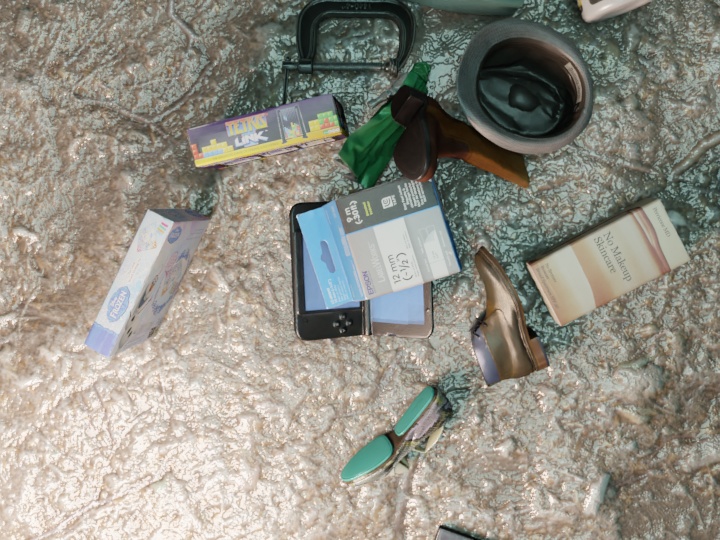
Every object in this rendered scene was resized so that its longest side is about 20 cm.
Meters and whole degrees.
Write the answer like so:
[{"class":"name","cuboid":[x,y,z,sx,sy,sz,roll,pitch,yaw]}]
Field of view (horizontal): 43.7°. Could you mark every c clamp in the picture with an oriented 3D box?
[{"class":"c clamp","cuboid":[-0.018,-0.314,1.288,0.200,0.027,0.171,-4,78,3]}]

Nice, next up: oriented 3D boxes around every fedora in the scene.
[{"class":"fedora","cuboid":[0.221,-0.248,1.248,0.200,0.090,0.177,15,88,-8]}]

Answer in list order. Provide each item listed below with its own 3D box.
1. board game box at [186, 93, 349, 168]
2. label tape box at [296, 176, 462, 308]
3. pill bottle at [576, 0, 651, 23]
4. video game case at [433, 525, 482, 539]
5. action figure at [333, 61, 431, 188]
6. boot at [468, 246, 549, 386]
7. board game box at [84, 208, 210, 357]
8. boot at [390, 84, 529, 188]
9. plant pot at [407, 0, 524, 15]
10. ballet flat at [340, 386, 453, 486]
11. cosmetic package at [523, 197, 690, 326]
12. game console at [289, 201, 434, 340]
[{"class":"board game box","cuboid":[-0.121,-0.190,1.243,0.200,0.165,0.057,-13,94,4]},{"class":"label tape box","cuboid":[0.023,-0.039,1.220,0.200,0.066,0.143,-17,92,7]},{"class":"pill bottle","cuboid":[0.328,-0.451,1.222,0.111,0.111,0.200,-19,94,5]},{"class":"video game case","cuboid":[0.190,0.483,1.350,0.200,0.019,0.143,19,95,1]},{"class":"action figure","cuboid":[0.040,-0.215,1.272,0.055,0.118,0.200,30,79,29]},{"class":"boot","cuboid":[0.188,0.070,1.290,0.097,0.075,0.200,-27,94,2]},{"class":"board game box","cuboid":[-0.290,0.010,1.250,0.043,0.200,0.199,28,95,2]},{"class":"boot","cuboid":[0.138,-0.149,1.200,0.200,0.188,0.069,24,119,-23]},{"class":"plant pot","cuboid":[0.135,-0.429,1.228,0.200,0.141,0.141,18,95,-5]},{"class":"ballet flat","cuboid":[0.061,0.259,1.319,0.072,0.072,0.200,45,96,-1]},{"class":"cosmetic package","cuboid":[0.344,-0.013,1.267,0.200,0.087,0.103,-29,91,5]},{"class":"game console","cuboid":[0.000,0.000,1.268,0.170,0.118,0.200,-4,94,-23]}]
